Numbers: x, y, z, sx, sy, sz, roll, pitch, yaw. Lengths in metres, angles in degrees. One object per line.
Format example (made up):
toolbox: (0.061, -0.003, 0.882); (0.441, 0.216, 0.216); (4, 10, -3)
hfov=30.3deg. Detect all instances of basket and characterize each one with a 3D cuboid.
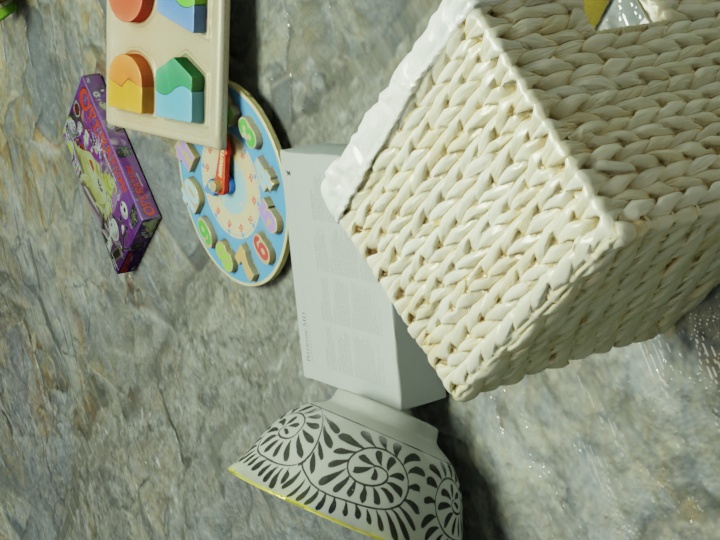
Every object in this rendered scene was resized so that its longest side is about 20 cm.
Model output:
basket: (0.118, -0.051, 0.745); (0.162, 0.197, 0.200); (63, 145, 19)

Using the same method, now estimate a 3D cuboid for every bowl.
bowl: (0.004, 0.152, 1.049); (0.200, 0.200, 0.095); (10, 76, 56)

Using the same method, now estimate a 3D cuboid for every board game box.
board game box: (-0.291, -0.111, 1.536); (0.120, 0.032, 0.201); (-50, 58, 47)

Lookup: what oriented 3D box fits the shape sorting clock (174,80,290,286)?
shape sorting clock: (-0.124, -0.082, 1.268); (0.200, 0.039, 0.201); (27, 123, 52)

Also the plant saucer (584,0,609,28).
plant saucer: (0.100, -0.257, 0.843); (0.201, 0.048, 0.201); (59, 144, 29)

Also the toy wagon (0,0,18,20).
toy wagon: (-0.491, -0.390, 1.684); (0.156, 0.039, 0.200); (56, -174, -17)

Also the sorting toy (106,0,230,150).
sorting toy: (-0.190, -0.218, 1.254); (0.199, 0.036, 0.187); (18, 111, 44)

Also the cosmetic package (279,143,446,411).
cosmetic package: (0.000, 0.000, 1.087); (0.150, 0.051, 0.202); (11, 110, 54)
